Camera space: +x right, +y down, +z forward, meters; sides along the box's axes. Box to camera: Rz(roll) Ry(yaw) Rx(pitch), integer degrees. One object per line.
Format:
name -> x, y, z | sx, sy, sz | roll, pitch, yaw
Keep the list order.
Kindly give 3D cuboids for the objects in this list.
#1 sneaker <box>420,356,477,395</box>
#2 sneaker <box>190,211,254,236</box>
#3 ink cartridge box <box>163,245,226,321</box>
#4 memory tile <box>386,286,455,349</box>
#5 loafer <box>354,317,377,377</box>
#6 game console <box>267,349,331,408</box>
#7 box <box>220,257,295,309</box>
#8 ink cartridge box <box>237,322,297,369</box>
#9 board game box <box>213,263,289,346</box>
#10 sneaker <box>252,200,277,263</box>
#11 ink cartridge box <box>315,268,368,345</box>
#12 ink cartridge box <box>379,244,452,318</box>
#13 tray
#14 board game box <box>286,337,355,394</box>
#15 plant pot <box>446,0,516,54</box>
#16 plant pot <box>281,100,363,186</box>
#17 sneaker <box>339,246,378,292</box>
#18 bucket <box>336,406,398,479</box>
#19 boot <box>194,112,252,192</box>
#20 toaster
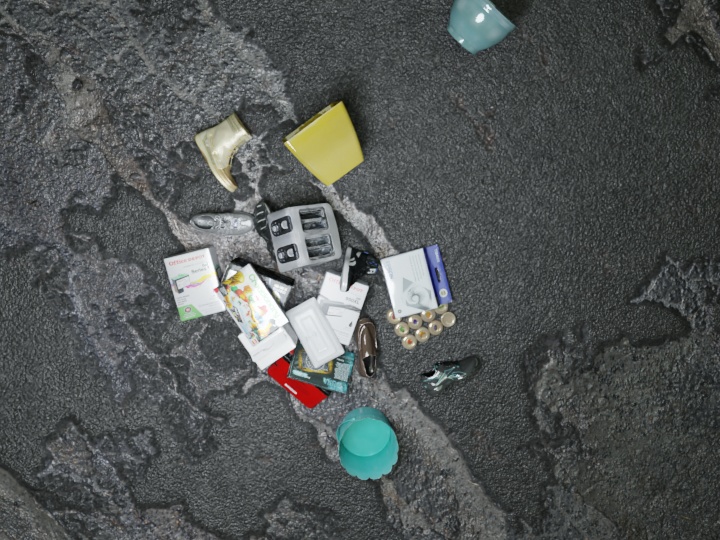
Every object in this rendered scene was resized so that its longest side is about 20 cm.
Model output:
sneaker -> 0.291, 0.332, 1.710 | 0.199, 0.075, 0.080 | -32, 96, 0
sneaker -> -0.425, -0.140, 1.596 | 0.198, 0.082, 0.076 | -3, 97, -4
ink cartridge box -> -0.504, 0.038, 1.611 | 0.143, 0.084, 0.202 | -14, 97, -2
memory tile -> 0.201, 0.156, 1.711 | 0.199, 0.017, 0.154 | -30, 98, 0
loafer -> 0.028, 0.253, 1.676 | 0.072, 0.071, 0.202 | -9, 102, -22
game console -> -0.172, 0.321, 1.704 | 0.200, 0.119, 0.172 | 42, 124, -7
box -> -0.309, 0.041, 1.586 | 0.198, 0.164, 0.087 | 22, 95, -7
ink cartridge box -> -0.277, 0.198, 1.588 | 0.128, 0.200, 0.126 | -34, 98, 0
board game box -> -0.309, 0.098, 1.482 | 0.126, 0.035, 0.201 | -35, 91, 0
sneaker -> -0.269, -0.121, 1.616 | 0.074, 0.079, 0.202 | -15, 104, 35
ink cartridge box -> -0.072, 0.114, 1.651 | 0.143, 0.084, 0.202 | 19, 95, -5
ink cartridge box -> 0.181, 0.035, 1.671 | 0.198, 0.041, 0.201 | -16, 92, -1
tray -> -0.141, 0.194, 1.605 | 0.107, 0.022, 0.201 | -28, 96, 3
board game box -> -0.123, 0.301, 1.652 | 0.199, 0.028, 0.136 | 21, 68, -18
plant pot -> 0.340, -0.733, 1.539 | 0.200, 0.201, 0.134 | 40, 120, -8
plant pot -> -0.100, -0.367, 1.547 | 0.199, 0.200, 0.177 | -35, 110, 1
sneaker -> 0.000, 0.000, 1.589 | 0.111, 0.201, 0.074 | 13, 126, -4
bucket -> 0.020, 0.551, 1.686 | 0.205, 0.135, 0.209 | 0, 96, -4
boot -> -0.389, -0.357, 1.577 | 0.155, 0.073, 0.201 | -30, 93, 3
toaster -> -0.161, -0.099, 1.569 | 0.199, 0.118, 0.183 | -12, 91, -42
